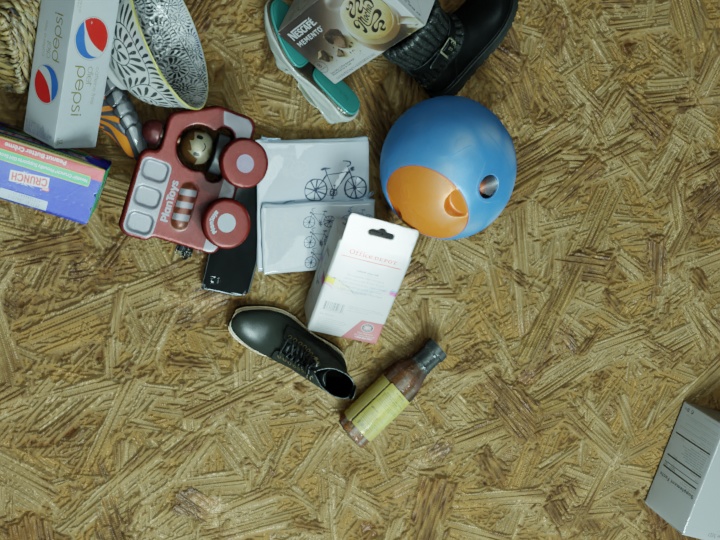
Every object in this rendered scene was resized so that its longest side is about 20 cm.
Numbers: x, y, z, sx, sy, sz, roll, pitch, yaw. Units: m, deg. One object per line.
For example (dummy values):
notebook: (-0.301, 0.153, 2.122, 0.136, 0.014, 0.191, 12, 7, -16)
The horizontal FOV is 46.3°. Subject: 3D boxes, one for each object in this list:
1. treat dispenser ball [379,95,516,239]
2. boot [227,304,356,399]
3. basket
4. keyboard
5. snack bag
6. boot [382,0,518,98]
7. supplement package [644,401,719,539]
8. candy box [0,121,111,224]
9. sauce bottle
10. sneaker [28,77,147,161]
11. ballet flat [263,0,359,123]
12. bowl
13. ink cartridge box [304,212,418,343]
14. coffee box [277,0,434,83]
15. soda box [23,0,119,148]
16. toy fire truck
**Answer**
treat dispenser ball: (0.125, -0.147, 1.211, 0.196, 0.201, 0.206, -3, 102, -13)
boot: (-0.096, 0.118, 1.242, 0.197, 0.138, 0.079, 22, 96, -16)
basket: (-0.459, -0.329, 1.054, 0.197, 0.144, 0.150, 23, 55, 10)
keyboard: (-0.201, -0.068, 1.239, 0.125, 0.021, 0.204, 12, 97, -22)
snack bag: (-0.065, -0.100, 1.258, 0.184, 0.021, 0.205, -4, 103, -17)
boot: (0.129, -0.356, 1.196, 0.213, 0.079, 0.157, -56, 140, 2)
supplement package: (0.613, 0.357, 1.481, 0.119, 0.120, 0.204, 16, 97, -18)
candy box: (-0.413, -0.129, 1.077, 0.166, 0.200, 0.079, 19, 97, -17)
sauce bottle: (0.054, 0.191, 1.333, 0.199, 0.066, 0.066, -42, 108, -1)
sneaker: (-0.374, -0.225, 1.141, 0.110, 0.078, 0.203, -28, 98, -2)
ballet flat: (-0.082, -0.288, 1.201, 0.069, 0.069, 0.201, -41, 107, -3)
bowl: (-0.285, -0.294, 1.101, 0.092, 0.201, 0.204, -17, 107, 14)
ink cartridge box: (0.000, 0.000, 1.247, 0.114, 0.068, 0.203, 13, 119, -17)
coffee box: (-0.006, -0.343, 1.105, 0.112, 0.198, 0.081, 36, 60, -26)
soda box: (-0.348, -0.254, 1.015, 0.063, 0.068, 0.204, 26, 110, 27)
toy fire truck: (-0.226, -0.127, 1.144, 0.165, 0.112, 0.204, 15, 95, -23)
